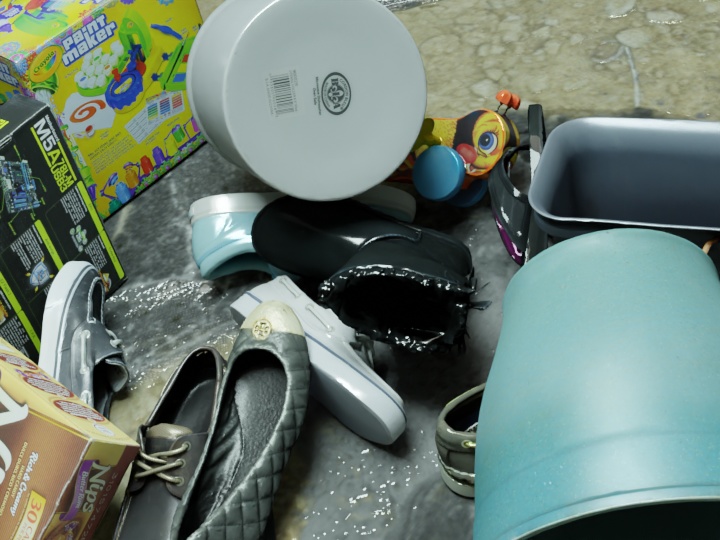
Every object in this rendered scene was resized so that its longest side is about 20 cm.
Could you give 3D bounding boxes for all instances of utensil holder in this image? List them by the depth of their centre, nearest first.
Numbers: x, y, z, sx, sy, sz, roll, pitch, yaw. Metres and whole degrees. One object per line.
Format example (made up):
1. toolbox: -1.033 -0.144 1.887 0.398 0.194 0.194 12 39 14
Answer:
1. utensil holder: -0.048 -0.149 0.862 0.169 0.171 0.200 -24 18 -10

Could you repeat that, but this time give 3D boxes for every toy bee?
1. toy bee: 0.096 -0.107 0.920 0.199 0.109 0.131 18 6 9

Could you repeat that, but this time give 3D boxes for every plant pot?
1. plant pot: 0.154 0.088 0.605 0.199 0.200 0.189 -8 52 8

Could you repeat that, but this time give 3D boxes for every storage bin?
1. storage bin: 0.229 -0.013 0.756 0.199 0.135 0.146 4 42 22

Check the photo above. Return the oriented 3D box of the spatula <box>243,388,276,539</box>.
1. spatula: -0.068 0.140 0.760 0.021 0.056 0.201 -34 41 31

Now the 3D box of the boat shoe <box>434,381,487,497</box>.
1. boat shoe: 0.145 0.090 0.729 0.201 0.060 0.072 -22 43 -7

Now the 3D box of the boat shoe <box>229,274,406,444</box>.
1. boat shoe: -0.024 0.057 0.806 0.065 0.074 0.200 -39 48 -18

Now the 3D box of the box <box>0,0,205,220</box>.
1. box: -0.257 -0.191 1.049 0.122 0.193 0.200 25 55 36

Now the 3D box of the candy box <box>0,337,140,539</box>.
1. candy box: -0.261 0.124 0.753 0.199 0.056 0.117 28 91 30

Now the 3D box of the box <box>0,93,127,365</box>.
1. box: -0.297 -0.007 0.861 0.047 0.201 0.193 17 52 29

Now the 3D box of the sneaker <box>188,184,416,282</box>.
1. sneaker: -0.048 -0.024 0.917 0.199 0.074 0.082 -6 73 4

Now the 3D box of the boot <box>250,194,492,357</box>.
1. boot: -0.001 0.001 0.794 0.197 0.074 0.163 14 17 4

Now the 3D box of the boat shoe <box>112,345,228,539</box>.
1. boat shoe: -0.138 0.137 0.754 0.074 0.074 0.201 -2 44 15

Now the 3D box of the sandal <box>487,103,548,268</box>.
1. sandal: 0.121 -0.038 0.813 0.048 0.075 0.202 1 72 10

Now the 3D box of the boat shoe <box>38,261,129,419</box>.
1. boat shoe: -0.218 0.076 0.844 0.067 0.072 0.201 -4 49 4

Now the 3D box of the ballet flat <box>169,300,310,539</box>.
1. ballet flat: -0.078 0.108 0.719 0.066 0.057 0.201 -2 60 26
